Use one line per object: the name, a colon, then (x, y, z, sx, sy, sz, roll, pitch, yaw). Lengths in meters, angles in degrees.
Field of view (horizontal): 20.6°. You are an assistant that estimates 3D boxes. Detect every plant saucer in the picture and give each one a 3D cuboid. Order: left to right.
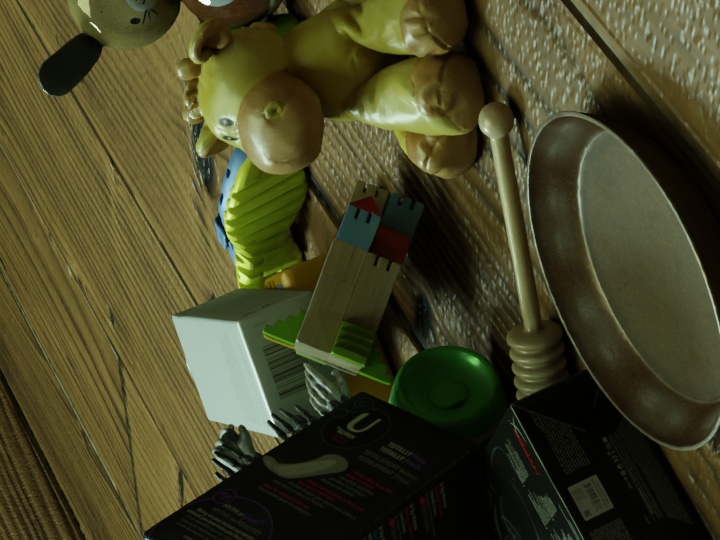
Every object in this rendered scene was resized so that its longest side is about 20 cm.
plant saucer: (0.157, 0.001, 1.106, 0.201, 0.034, 0.201, 56, 160, 33)

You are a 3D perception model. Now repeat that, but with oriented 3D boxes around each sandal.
sandal: (-0.094, -0.058, 1.704, 0.201, 0.079, 0.088, 99, 147, -56)

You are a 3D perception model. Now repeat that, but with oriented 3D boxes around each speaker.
speaker: (0.065, 0.150, 1.439, 0.089, 0.088, 0.201, 51, 156, 41)

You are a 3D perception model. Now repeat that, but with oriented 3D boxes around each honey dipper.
honey dipper: (0.102, -0.010, 1.255, 0.038, 0.038, 0.202, 34, 139, 60)

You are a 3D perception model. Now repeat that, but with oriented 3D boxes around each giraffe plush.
giraffe plush: (-0.033, -0.129, 1.291, 0.200, 0.161, 0.174, 39, 147, 55)

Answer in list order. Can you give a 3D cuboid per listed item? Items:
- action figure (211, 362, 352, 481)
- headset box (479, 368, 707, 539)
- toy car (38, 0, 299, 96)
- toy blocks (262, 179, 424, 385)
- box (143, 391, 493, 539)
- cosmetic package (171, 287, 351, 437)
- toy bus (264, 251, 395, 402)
action figure: (-0.042, 0.130, 1.465, 0.102, 0.119, 0.200, 50, -176, 12)
headset box: (0.140, 0.172, 1.286, 0.150, 0.077, 0.200, 62, 162, 20)
toy car: (-0.167, -0.218, 1.518, 0.158, 0.198, 0.166, 28, 138, 63)
toy blocks: (0.000, 0.000, 1.428, 0.200, 0.099, 0.138, 111, 180, -85)
box: (-0.023, 0.184, 1.293, 0.122, 0.199, 0.107, 22, 133, 44)
cosmetic package: (-0.083, 0.072, 1.620, 0.200, 0.073, 0.103, 5, 115, 70)
toy bus: (-0.013, 0.088, 1.652, 0.202, 0.065, 0.078, 68, 161, 0)
